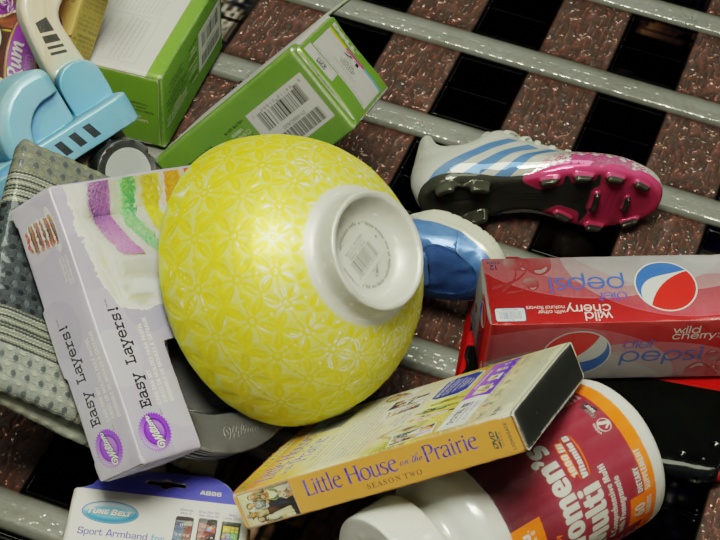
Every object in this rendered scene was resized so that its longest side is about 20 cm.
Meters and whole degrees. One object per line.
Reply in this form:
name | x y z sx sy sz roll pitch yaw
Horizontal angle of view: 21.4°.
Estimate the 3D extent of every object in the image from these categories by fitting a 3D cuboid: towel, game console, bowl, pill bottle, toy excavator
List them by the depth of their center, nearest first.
pill bottle | 0.092 0.157 1.234 0.200 0.110 0.110 -26 53 -29
bowl | -0.023 -0.003 1.253 0.200 0.108 0.201 12 71 -39
towel | -0.169 0.031 1.288 0.200 0.035 0.193 27 52 -33
game console | 0.172 0.071 1.394 0.200 0.031 0.177 10 49 4
toy excavator | -0.225 -0.139 1.401 0.194 0.200 0.100 -36 19 -20

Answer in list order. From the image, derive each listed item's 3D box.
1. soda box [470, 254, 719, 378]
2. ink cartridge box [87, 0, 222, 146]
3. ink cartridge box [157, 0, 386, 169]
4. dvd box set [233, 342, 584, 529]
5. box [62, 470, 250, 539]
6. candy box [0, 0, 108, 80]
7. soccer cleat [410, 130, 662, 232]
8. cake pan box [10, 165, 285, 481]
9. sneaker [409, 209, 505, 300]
soda box | 0.183 0.034 1.361 0.200 0.070 0.063 -1 49 -6
ink cartridge box | -0.231 -0.195 1.579 0.200 0.076 0.148 13 45 11
ink cartridge box | -0.053 -0.129 1.475 0.076 0.148 0.200 50 26 -7
dvd box set | 0.033 0.105 1.223 0.200 0.029 0.146 -19 8 23
box | -0.136 0.213 1.201 0.119 0.042 0.200 7 42 0
candy box | -0.273 -0.177 1.481 0.116 0.200 0.056 19 1 12
soccer cleat | 0.138 -0.081 1.510 0.200 0.070 0.086 0 45 -6
cake pan box | -0.122 0.032 1.273 0.184 0.052 0.200 -11 79 -46
sneaker | 0.000 0.001 1.395 0.200 0.077 0.111 17 39 23
